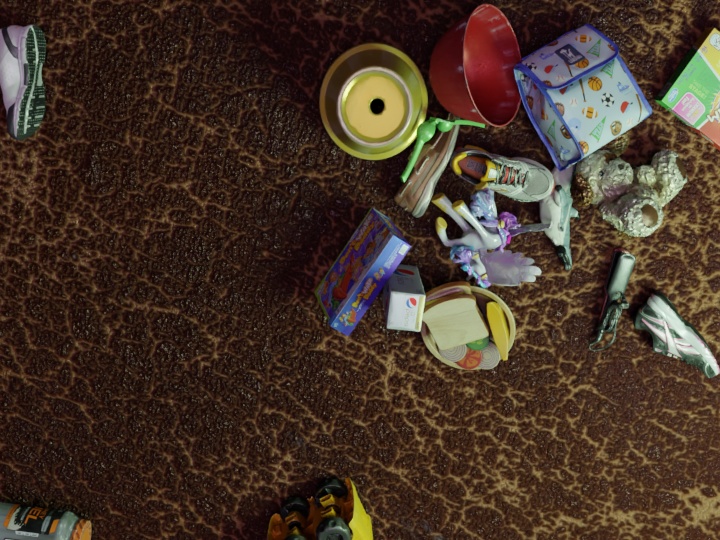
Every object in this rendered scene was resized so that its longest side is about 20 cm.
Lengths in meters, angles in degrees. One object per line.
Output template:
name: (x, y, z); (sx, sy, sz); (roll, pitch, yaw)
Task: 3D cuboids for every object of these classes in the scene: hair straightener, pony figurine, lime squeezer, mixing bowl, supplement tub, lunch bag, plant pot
hair straightener: (0.476, 0.062, 1.591); (0.040, 0.077, 0.204); (16, 104, -6)
pony figurine: (0.234, -0.058, 1.522); (0.190, 0.168, 0.202); (-12, 122, 40)
lime squeezer: (0.138, -0.234, 1.450); (0.198, 0.038, 0.072); (-35, 106, -22)
mixing bowl: (0.188, -0.343, 1.450); (0.107, 0.199, 0.204); (-2, 109, 41)
supplement tub: (-0.652, 0.540, 1.689); (0.195, 0.123, 0.125); (8, 104, -3)
lunch bag: (0.378, -0.308, 1.457); (0.168, 0.124, 0.203); (-30, 88, -13)
plant pot: (0.024, -0.287, 1.446); (0.196, 0.189, 0.206); (0, 105, -1)

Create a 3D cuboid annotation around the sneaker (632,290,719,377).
sneaker: (0.603, 0.134, 1.621); (0.086, 0.080, 0.200); (-42, 93, 22)

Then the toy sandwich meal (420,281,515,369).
toy sandwich meal: (0.198, 0.114, 1.583); (0.200, 0.071, 0.209); (5, 119, 9)

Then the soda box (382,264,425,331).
soda box: (0.077, 0.045, 1.523); (0.062, 0.200, 0.070); (6, 105, -2)

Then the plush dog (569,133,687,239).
plush dog: (0.464, -0.148, 1.519); (0.171, 0.161, 0.200); (41, 61, 3)

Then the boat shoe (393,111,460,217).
boat shoe: (0.121, -0.199, 1.528); (0.071, 0.076, 0.203); (24, 99, 0)

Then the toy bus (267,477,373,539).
toy bus: (-0.065, 0.547, 1.699); (0.197, 0.137, 0.194); (-25, 119, 8)

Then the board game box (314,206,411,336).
board game box: (0.000, 0.000, 1.543); (0.044, 0.135, 0.202); (28, 103, -27)

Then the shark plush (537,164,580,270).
shark plush: (0.383, -0.099, 1.559); (0.082, 0.090, 0.204); (-21, 99, -27)

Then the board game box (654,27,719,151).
board game box: (0.657, -0.314, 1.515); (0.198, 0.040, 0.154); (33, 102, -8)

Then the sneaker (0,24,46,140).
sneaker: (-0.613, -0.337, 1.502); (0.078, 0.074, 0.205); (10, 100, 12)

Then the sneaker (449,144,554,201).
sneaker: (0.251, -0.169, 1.511); (0.196, 0.082, 0.080); (14, 106, 12)
